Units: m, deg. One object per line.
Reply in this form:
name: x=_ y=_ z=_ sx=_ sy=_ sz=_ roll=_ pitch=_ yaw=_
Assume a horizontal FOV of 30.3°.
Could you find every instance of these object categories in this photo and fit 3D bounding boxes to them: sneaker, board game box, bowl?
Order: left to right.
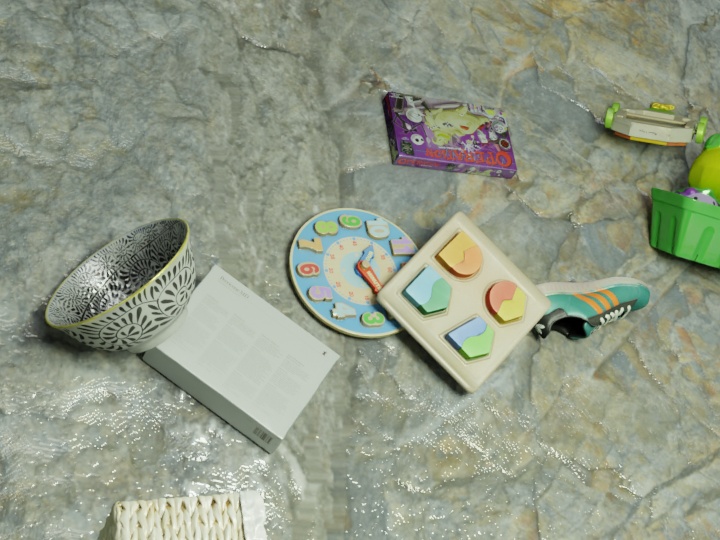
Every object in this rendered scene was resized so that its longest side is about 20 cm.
bowl: x=-0.266 y=0.035 z=1.585 sx=0.094 sy=0.200 sz=0.201 roll=57 pitch=46 yaw=-26
board game box: x=0.135 y=-0.203 z=2.004 sx=0.199 sy=0.032 sz=0.121 roll=5 pitch=62 yaw=-23
sneaker: x=0.329 y=0.061 z=1.900 sx=0.199 sy=0.071 sz=0.080 roll=-4 pitch=62 yaw=-18

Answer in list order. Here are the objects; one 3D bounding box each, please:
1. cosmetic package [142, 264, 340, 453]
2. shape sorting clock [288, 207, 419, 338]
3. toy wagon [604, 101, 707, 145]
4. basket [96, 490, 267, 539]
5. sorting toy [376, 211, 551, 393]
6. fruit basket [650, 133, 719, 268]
cosmetic package: x=-0.146 y=0.108 z=1.652 sx=0.200 sy=0.052 sz=0.151 roll=36 pitch=53 yaw=1
shape sorting clock: x=0.000 y=0.000 z=1.799 sx=0.199 sy=0.039 sz=0.201 roll=12 pitch=55 yaw=-18
toy wagon: x=0.478 y=-0.238 z=2.140 sx=0.154 sy=0.040 sz=0.200 roll=12 pitch=17 yaw=15
basket: x=-0.191 y=0.352 z=1.380 sx=0.160 sy=0.198 sz=0.201 roll=4 pitch=58 yaw=-20
sorting toy: x=0.145 y=0.038 z=1.795 sx=0.185 sy=0.036 sz=0.200 roll=45 pitch=61 yaw=1
fruit basket: x=0.556 y=-0.107 z=2.039 sx=0.214 sy=0.155 sz=0.217 roll=-3 pitch=102 yaw=-14
